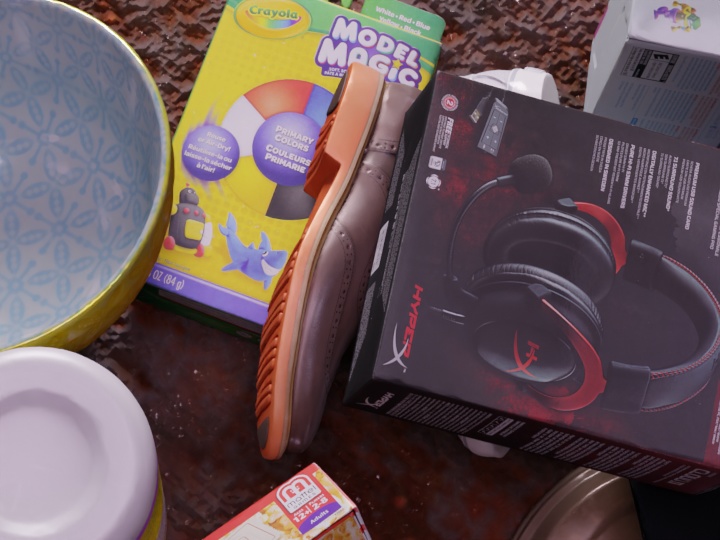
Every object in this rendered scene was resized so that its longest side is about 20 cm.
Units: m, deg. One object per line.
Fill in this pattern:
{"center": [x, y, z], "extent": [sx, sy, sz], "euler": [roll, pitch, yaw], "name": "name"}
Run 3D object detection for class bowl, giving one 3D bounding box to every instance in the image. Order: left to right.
{"center": [-0.177, -0.022, 1.124], "extent": [0.198, 0.108, 0.202], "euler": [-4, 62, 7], "name": "bowl"}

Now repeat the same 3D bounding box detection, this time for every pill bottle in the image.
{"center": [-0.140, 0.107, 1.051], "extent": [0.103, 0.200, 0.105], "euler": [1, 74, -3], "name": "pill bottle"}

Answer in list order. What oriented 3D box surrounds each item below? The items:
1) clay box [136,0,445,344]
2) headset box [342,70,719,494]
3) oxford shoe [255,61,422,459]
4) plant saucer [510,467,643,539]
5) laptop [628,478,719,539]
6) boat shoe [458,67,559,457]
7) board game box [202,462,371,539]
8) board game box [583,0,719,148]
{"center": [-0.035, -0.065, 1.185], "extent": [0.114, 0.048, 0.201], "euler": [19, 76, 1], "name": "clay box"}
{"center": [0.106, 0.010, 1.069], "extent": [0.198, 0.075, 0.150], "euler": [15, 75, -8], "name": "headset box"}
{"center": [0.000, 0.000, 1.113], "extent": [0.072, 0.071, 0.201], "euler": [19, 75, -8], "name": "oxford shoe"}
{"center": [0.162, 0.180, 1.139], "extent": [0.198, 0.029, 0.202], "euler": [1, 75, -4], "name": "plant saucer"}
{"center": [0.223, 0.147, 1.132], "extent": [0.186, 0.116, 0.202], "euler": [-4, 103, -4], "name": "laptop"}
{"center": [0.057, -0.007, 1.168], "extent": [0.068, 0.072, 0.202], "euler": [2, 80, 19], "name": "boat shoe"}
{"center": [-0.065, 0.206, 1.060], "extent": [0.199, 0.152, 0.046], "euler": [-33, 35, -12], "name": "board game box"}
{"center": [0.219, -0.098, 1.138], "extent": [0.198, 0.148, 0.065], "euler": [10, 75, -1], "name": "board game box"}
